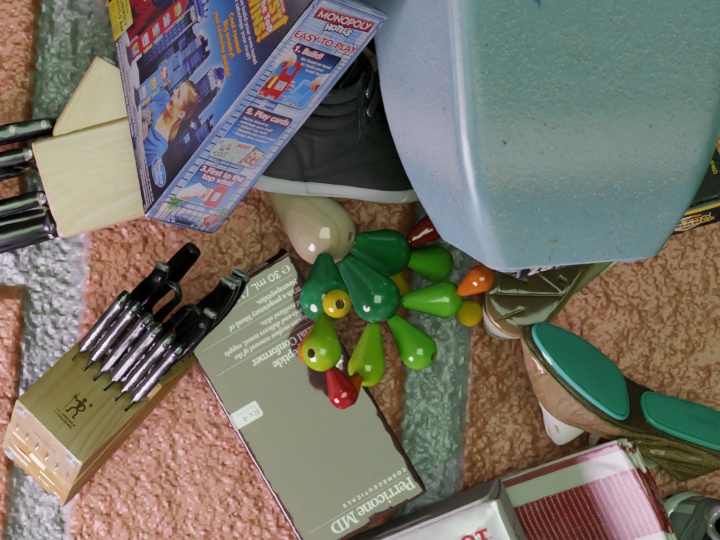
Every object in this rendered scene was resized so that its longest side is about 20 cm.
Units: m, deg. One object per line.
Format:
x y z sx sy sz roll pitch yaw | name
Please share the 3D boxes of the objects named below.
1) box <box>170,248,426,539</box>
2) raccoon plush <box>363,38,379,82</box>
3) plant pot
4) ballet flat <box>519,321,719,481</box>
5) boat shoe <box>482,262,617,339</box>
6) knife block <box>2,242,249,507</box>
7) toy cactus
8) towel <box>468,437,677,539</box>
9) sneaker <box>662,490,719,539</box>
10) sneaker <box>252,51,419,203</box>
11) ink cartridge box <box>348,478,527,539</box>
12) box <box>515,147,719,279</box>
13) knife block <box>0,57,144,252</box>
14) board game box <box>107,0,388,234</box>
-0.046 0.096 1.521 0.100 0.075 0.200 -31 95 -4 | box
-0.060 -0.195 1.527 0.097 0.134 0.200 -44 62 12 | raccoon plush
0.120 -0.109 1.371 0.196 0.196 0.201 -4 104 -16 | plant pot
0.180 0.105 1.530 0.200 0.068 0.072 25 129 -26 | ballet flat
0.164 -0.028 1.551 0.073 0.063 0.201 41 81 2 | boat shoe
-0.160 0.067 1.471 0.064 0.200 0.176 45 67 4 | knife block
0.000 0.000 1.473 0.165 0.102 0.200 51 46 1 | toy cactus
0.176 0.229 1.532 0.144 0.023 0.200 -23 93 34 | towel
0.279 0.255 1.524 0.075 0.115 0.200 -25 93 -23 | sneaker
0.008 -0.105 1.466 0.200 0.071 0.099 -1 133 -34 | sneaker
0.072 0.268 1.516 0.145 0.084 0.200 -23 93 8 | ink cartridge box
0.158 -0.110 1.513 0.159 0.049 0.200 -15 69 -7 | box
-0.188 -0.052 1.502 0.200 0.064 0.176 30 89 -5 | knife block
-0.076 -0.161 1.389 0.062 0.200 0.200 14 52 -41 | board game box
